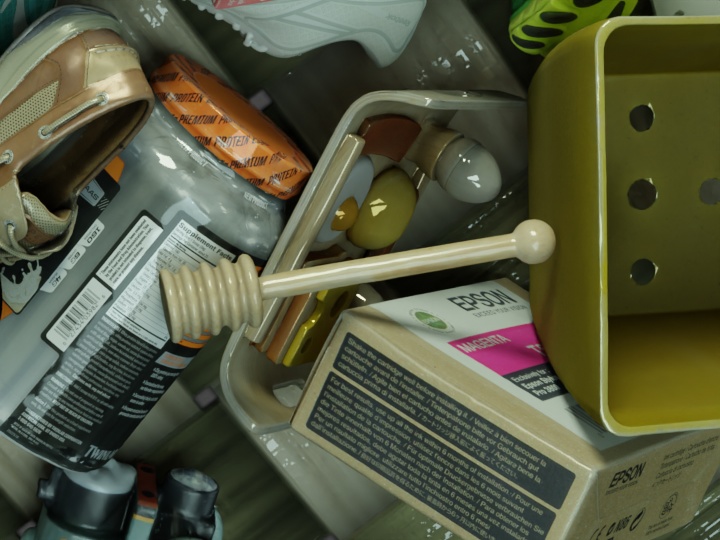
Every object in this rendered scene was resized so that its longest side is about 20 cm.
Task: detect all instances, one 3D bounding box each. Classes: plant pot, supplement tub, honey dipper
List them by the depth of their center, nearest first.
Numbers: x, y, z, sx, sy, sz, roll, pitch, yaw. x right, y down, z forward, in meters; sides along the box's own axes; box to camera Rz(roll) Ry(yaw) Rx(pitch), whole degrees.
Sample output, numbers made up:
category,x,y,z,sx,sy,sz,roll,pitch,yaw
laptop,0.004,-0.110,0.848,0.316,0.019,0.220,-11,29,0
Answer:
category,x,y,z,sx,sy,sz,roll,pitch,yaw
honey dipper,0.000,0.000,1.399,0.199,0.038,0.038,-11,116,-10
plant pot,0.179,-0.033,1.449,0.199,0.176,0.201,-3,96,-19
supplement tub,-0.122,-0.006,1.455,0.122,0.123,0.200,36,100,-27

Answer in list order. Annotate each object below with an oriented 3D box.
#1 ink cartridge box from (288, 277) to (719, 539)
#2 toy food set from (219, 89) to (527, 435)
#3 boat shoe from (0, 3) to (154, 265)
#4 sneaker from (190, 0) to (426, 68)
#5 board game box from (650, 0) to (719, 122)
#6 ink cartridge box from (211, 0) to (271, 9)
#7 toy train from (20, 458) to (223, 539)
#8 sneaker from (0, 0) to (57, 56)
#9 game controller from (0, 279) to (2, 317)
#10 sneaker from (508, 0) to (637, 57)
category,x,y,z,sx,sy,sz,roll,pitch,yaw
ink cartridge box,0.085,0.079,1.479,0.200,0.164,0.075,-12,130,-61
toy food set,0.011,-0.008,1.479,0.060,0.143,0.201,32,105,18
boat shoe,-0.177,-0.038,1.382,0.200,0.072,0.076,-50,153,16
sneaker,-0.056,-0.149,1.441,0.199,0.075,0.081,8,123,-17
board game box,0.245,-0.190,1.532,0.199,0.026,0.201,-21,117,-6
ink cartridge box,0.012,-0.207,1.392,0.199,0.068,0.117,-11,73,-20
toy train,-0.146,0.195,1.566,0.113,0.085,0.201,15,109,-12
sneaker,-0.215,-0.088,1.414,0.077,0.080,0.200,33,100,-25
game controller,-0.226,-0.056,1.343,0.104,0.042,0.201,7,110,28
sneaker,0.134,-0.187,1.433,0.074,0.084,0.200,10,146,-35
